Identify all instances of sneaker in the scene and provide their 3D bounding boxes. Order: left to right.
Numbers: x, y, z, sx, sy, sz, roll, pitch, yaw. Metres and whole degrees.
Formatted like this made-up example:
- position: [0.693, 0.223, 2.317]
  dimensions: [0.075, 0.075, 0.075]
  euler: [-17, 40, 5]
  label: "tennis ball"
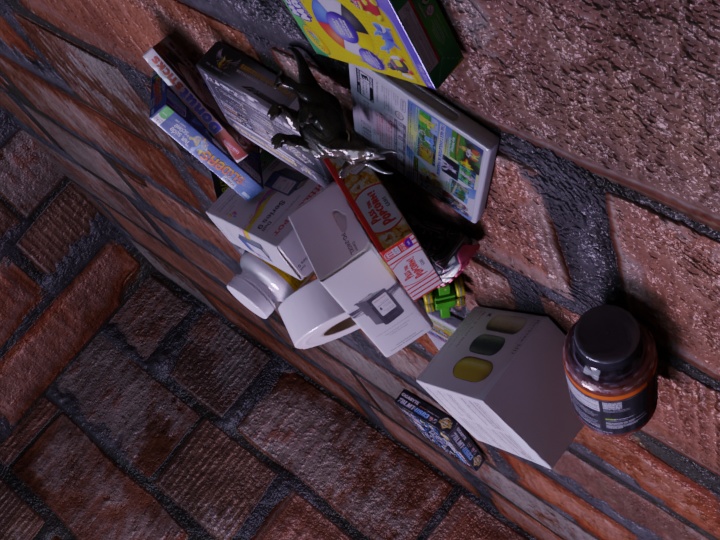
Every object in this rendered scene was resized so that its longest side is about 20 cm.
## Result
- position: [0.080, -0.033, 1.286]
  dimensions: [0.075, 0.081, 0.200]
  euler: [48, 165, -25]
  label: "sneaker"

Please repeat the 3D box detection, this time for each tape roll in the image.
- position: [-0.030, 0.054, 1.590]
  dimensions: [0.202, 0.202, 0.071]
  euler: [104, 141, -76]
  label: "tape roll"

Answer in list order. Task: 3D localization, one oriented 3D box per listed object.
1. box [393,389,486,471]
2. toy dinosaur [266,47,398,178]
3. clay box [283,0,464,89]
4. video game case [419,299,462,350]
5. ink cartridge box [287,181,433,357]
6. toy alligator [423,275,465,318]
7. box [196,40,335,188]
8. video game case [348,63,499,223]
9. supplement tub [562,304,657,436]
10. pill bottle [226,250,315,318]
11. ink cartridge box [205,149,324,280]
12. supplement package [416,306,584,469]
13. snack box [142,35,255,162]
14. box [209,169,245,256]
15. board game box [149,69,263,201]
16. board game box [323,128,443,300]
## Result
- position: [0.202, 0.404, 2.472]
  dimensions: [0.198, 0.050, 0.200]
  euler: [25, 161, 44]
  label: "box"
- position: [-0.050, -0.171, 1.109]
  dimensions: [0.102, 0.077, 0.200]
  euler: [16, -147, -43]
  label: "toy dinosaur"
- position: [-0.008, -0.241, 0.905]
  dimensions: [0.200, 0.048, 0.115]
  euler: [26, 161, 43]
  label: "clay box"
- position: [0.180, 0.129, 1.677]
  dimensions: [0.200, 0.022, 0.182]
  euler: [28, 163, 43]
  label: "video game case"
- position: [0.000, 0.000, 1.309]
  dimensions: [0.200, 0.083, 0.145]
  euler: [51, -172, -45]
  label: "ink cartridge box"
- position: [0.117, 0.014, 1.412]
  dimensions: [0.200, 0.059, 0.054]
  euler: [73, -176, -67]
  label: "toy alligator"
- position: [-0.111, -0.203, 1.309]
  dimensions: [0.200, 0.048, 0.158]
  euler: [34, 167, 24]
  label: "box"
- position: [0.066, -0.145, 1.081]
  dimensions: [0.182, 0.022, 0.200]
  euler: [36, 166, 13]
  label: "video game case"
- position: [0.292, 0.114, 1.140]
  dimensions: [0.107, 0.107, 0.200]
  euler: [32, 164, 29]
  label: "supplement tub"
- position: [-0.124, -0.023, 1.609]
  dimensions: [0.112, 0.200, 0.112]
  euler: [37, 166, 11]
  label: "pill bottle"
- position: [-0.118, -0.089, 1.493]
  dimensions: [0.200, 0.145, 0.088]
  euler: [28, 161, 44]
  label: "ink cartridge box"
- position: [0.215, 0.159, 1.396]
  dimensions: [0.151, 0.152, 0.200]
  euler: [44, 166, -18]
  label: "supplement package"
- position: [-0.229, -0.248, 1.418]
  dimensions: [0.200, 0.024, 0.072]
  euler: [49, -157, -16]
  label: "snack box"
- position: [-0.199, -0.090, 1.726]
  dimensions: [0.200, 0.048, 0.193]
  euler: [59, -172, -55]
  label: "box"
- position: [-0.226, -0.207, 1.450]
  dimensions: [0.200, 0.034, 0.135]
  euler: [42, -158, -34]
  label: "board game box"
- position: [0.019, -0.076, 1.197]
  dimensions: [0.200, 0.046, 0.152]
  euler: [60, -176, 30]
  label: "board game box"
